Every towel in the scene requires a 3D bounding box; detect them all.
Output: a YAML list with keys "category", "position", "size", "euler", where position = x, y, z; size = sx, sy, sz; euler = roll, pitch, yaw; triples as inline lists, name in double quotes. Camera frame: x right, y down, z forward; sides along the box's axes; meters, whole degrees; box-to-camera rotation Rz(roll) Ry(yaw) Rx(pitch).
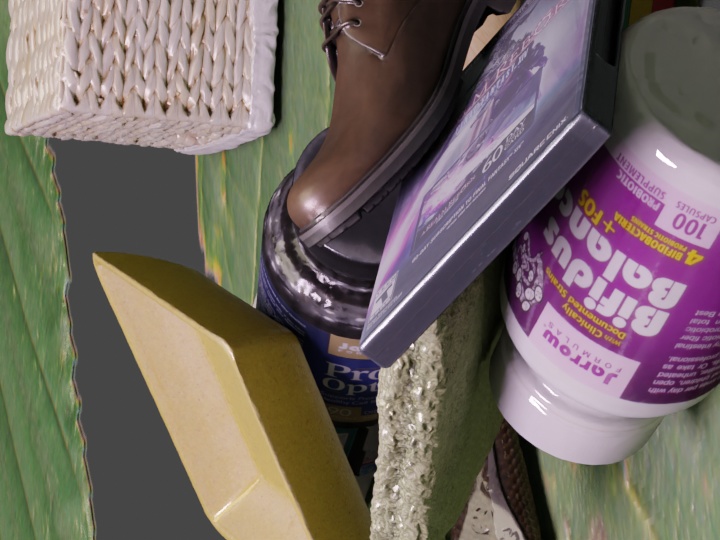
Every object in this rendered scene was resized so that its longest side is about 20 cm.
- category: "towel"
  position: [0.041, 0.045, 1.160]
  size: [0.200, 0.036, 0.149]
  euler: [93, -162, -47]

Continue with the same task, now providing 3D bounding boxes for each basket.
- category: "basket"
  position: [-0.158, -0.192, 1.799]
  size: [0.198, 0.160, 0.201]
  euler: [174, 99, -70]

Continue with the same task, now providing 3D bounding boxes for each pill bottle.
- category: "pill bottle"
  position: [0.125, -0.007, 1.085]
  size: [0.200, 0.112, 0.112]
  euler: [113, 151, -44]
- category: "pill bottle"
  position: [0.000, 0.000, 1.358]
  size: [0.200, 0.111, 0.112]
  euler: [99, 165, -65]

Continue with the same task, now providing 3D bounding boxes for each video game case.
- category: "video game case"
  position: [0.060, -0.060, 1.055]
  size: [0.143, 0.019, 0.200]
  euler: [-47, 15, 29]

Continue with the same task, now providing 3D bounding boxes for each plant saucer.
- category: "plant saucer"
  position: [-0.061, 0.085, 1.398]
  size: [0.200, 0.048, 0.200]
  euler: [29, 146, 59]

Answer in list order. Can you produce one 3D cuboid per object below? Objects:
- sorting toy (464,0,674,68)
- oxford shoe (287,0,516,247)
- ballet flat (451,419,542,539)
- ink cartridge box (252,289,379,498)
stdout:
- category: "sorting toy"
  position: [0.092, -0.146, 1.239]
  size: [0.200, 0.069, 0.199]
  euler: [-114, 36, -51]
- category: "oxford shoe"
  position: [0.007, -0.100, 1.126]
  size: [0.073, 0.084, 0.200]
  euler: [-31, 29, 59]
- category: "ballet flat"
  position: [0.071, 0.132, 1.325]
  size: [0.067, 0.046, 0.201]
  euler: [-25, 66, 33]
- category: "ink cartridge box"
  position: [-0.032, 0.082, 1.562]
  size: [0.116, 0.067, 0.200]
  euler: [-109, 29, -45]
